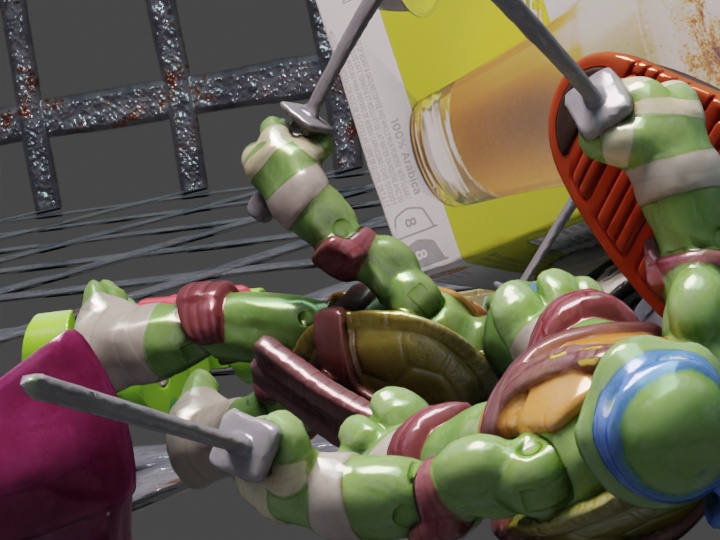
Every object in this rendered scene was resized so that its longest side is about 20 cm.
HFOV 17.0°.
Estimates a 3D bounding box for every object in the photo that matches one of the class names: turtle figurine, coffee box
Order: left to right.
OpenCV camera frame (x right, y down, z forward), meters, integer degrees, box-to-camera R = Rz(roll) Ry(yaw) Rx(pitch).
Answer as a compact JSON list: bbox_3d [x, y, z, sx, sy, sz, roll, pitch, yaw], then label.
[{"bbox_3d":[0.000,0.000,0.914,0.194,0.200,0.144,-16,-14,29],"label":"turtle figurine"},{"bbox_3d":[0.029,0.010,0.654,0.200,0.144,0.194,19,-10,-2],"label":"turtle figurine"},{"bbox_3d":[0.107,-0.115,1.082,0.198,0.200,0.200,-20,-9,16],"label":"coffee box"}]

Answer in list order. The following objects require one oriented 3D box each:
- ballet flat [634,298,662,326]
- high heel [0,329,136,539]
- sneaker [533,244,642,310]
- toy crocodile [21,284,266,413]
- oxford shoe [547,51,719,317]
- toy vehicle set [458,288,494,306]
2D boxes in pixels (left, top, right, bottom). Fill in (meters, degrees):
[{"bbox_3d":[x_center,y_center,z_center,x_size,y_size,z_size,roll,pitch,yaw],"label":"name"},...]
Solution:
[{"bbox_3d":[0.188,0.032,0.795,0.200,0.073,0.073,-3,6,6],"label":"ballet flat"},{"bbox_3d":[-0.164,0.077,0.726,0.200,0.096,0.067,-8,6,15],"label":"high heel"},{"bbox_3d":[0.172,0.011,1.016,0.200,0.076,0.088,-19,12,-3],"label":"sneaker"},{"bbox_3d":[-0.096,0.036,1.208,0.067,0.062,0.200,-5,7,38],"label":"toy crocodile"},{"bbox_3d":[0.147,-0.004,0.748,0.200,0.071,0.073,38,31,15],"label":"oxford shoe"},{"bbox_3d":[0.090,0.024,1.195,0.200,0.027,0.124,-9,6,7],"label":"toy vehicle set"}]
